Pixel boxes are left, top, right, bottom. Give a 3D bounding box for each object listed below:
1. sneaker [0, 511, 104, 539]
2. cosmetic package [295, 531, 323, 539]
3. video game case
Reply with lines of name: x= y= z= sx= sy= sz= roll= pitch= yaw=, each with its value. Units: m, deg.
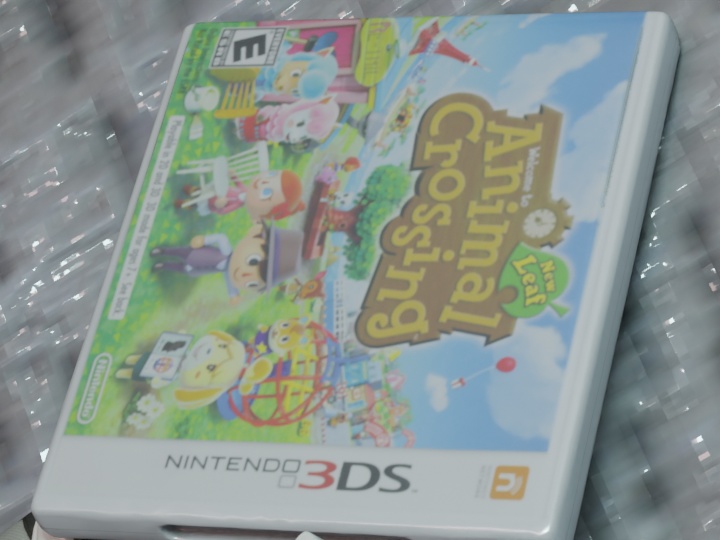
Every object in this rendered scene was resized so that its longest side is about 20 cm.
sneaker: x=-0.085 y=0.166 z=0.944 sx=0.079 sy=0.074 sz=0.200 roll=-33 pitch=53 yaw=25
cosmetic package: x=0.037 y=0.155 z=0.799 sx=0.085 sy=0.200 sz=0.108 roll=-50 pitch=55 yaw=2
video game case: x=0.000 y=0.000 z=0.943 sx=0.182 sy=0.022 sz=0.200 roll=1 pitch=57 yaw=24
